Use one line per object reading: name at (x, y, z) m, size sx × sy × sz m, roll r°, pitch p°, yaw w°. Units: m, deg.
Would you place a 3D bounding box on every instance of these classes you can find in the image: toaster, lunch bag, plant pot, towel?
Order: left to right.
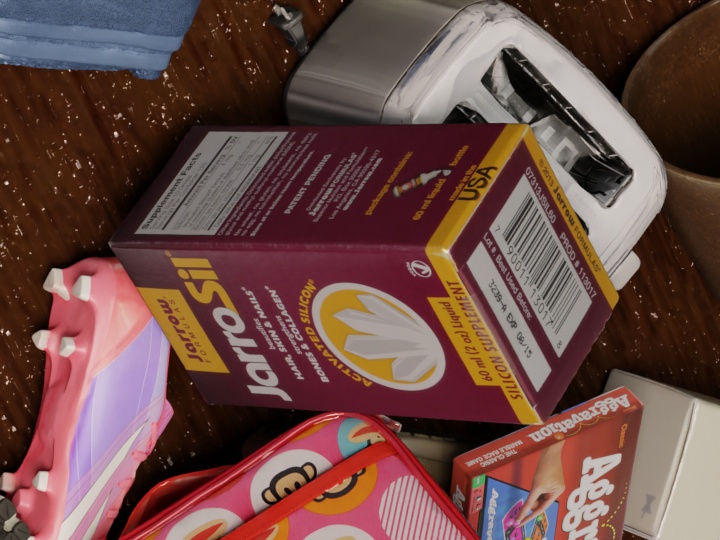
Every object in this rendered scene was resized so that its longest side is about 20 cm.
towel at (-0.109, -0.182, 1.340) m, size 0.111 × 0.049 × 0.200 m, roll 5°, pitch 123°, yaw -30°
lunch bag at (-0.042, 0.160, 1.363) m, size 0.200 × 0.176 × 0.082 m, roll -33°, pitch 149°, yaw -10°
toaster at (0.055, -0.065, 1.431) m, size 0.200 × 0.129 × 0.114 m, roll 45°, pitch 79°, yaw -25°
plant pot at (0.246, -0.022, 1.518) m, size 0.187 × 0.187 × 0.200 m, roll -32°, pitch 126°, yaw -17°

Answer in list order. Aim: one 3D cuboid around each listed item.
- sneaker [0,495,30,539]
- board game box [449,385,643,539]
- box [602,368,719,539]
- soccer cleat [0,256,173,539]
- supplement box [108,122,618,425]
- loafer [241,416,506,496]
sneaker at (-0.222, 0.113, 1.355) m, size 0.200 × 0.089 × 0.079 m, roll 55°, pitch 44°, yaw -7°
board game box at (0.086, 0.151, 1.489) m, size 0.103 × 0.019 × 0.200 m, roll -22°, pitch 138°, yaw -26°
box at (0.222, 0.119, 1.565) m, size 0.200 × 0.095 × 0.078 m, roll 17°, pitch 91°, yaw -28°
soccer cleat at (-0.128, 0.092, 1.411) m, size 0.076 × 0.067 × 0.200 m, roll 12°, pitch 91°, yaw -31°
supplement box at (0.000, 0.000, 1.352) m, size 0.086 × 0.200 × 0.110 m, roll -56°, pitch 131°, yaw -34°
loafer at (0.033, 0.113, 1.482) m, size 0.200 × 0.076 × 0.068 m, roll 7°, pitch 90°, yaw -26°
